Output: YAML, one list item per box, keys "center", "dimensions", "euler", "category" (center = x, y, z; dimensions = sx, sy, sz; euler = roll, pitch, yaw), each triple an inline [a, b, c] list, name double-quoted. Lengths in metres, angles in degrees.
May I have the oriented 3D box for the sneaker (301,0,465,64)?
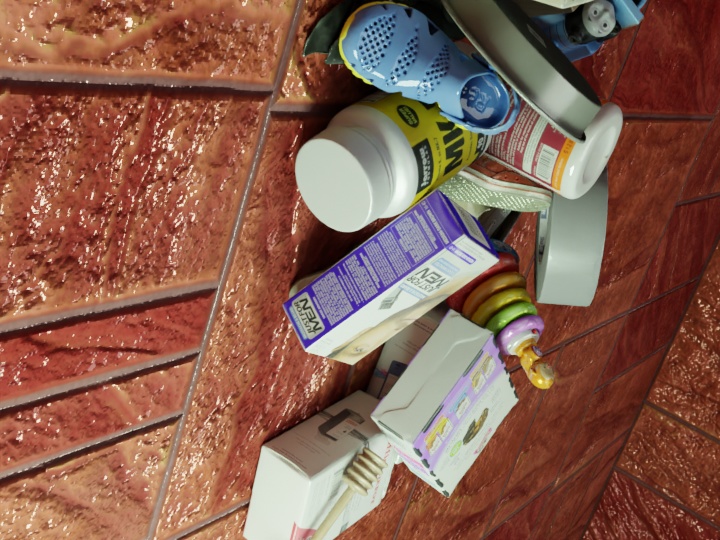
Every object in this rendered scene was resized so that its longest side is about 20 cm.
- center: [0.032, -0.223, 0.947]
  dimensions: [0.199, 0.060, 0.105]
  euler: [8, 108, -57]
  category: "sneaker"

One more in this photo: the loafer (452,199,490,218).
- center: [0.126, -0.094, 1.219]
  dimensions: [0.076, 0.068, 0.201]
  euler: [-32, 141, -44]
  category: "loafer"

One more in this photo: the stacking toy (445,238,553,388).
- center: [0.189, 0.067, 1.269]
  dimensions: [0.110, 0.201, 0.116]
  euler: [-45, 145, 23]
  category: "stacking toy"

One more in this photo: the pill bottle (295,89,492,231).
- center: [0.035, -0.122, 0.981]
  dimensions: [0.200, 0.114, 0.115]
  euler: [-36, 144, -40]
  category: "pill bottle"

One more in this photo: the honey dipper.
- center: [-0.039, 0.297, 1.151]
  dimensions: [0.201, 0.038, 0.038]
  euler: [-54, 152, -14]
  category: "honey dipper"

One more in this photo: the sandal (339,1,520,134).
- center: [0.072, -0.176, 0.884]
  dimensions: [0.199, 0.087, 0.080]
  euler: [18, 104, -32]
  category: "sandal"

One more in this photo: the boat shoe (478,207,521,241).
- center: [0.183, -0.052, 1.362]
  dimensions: [0.074, 0.064, 0.203]
  euler: [10, 106, -62]
  category: "boat shoe"

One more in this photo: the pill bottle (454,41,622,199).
- center: [0.171, -0.167, 1.074]
  dimensions: [0.110, 0.199, 0.110]
  euler: [-45, 154, -29]
  category: "pill bottle"

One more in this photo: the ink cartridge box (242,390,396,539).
- center: [-0.043, 0.256, 1.236]
  dimensions: [0.199, 0.084, 0.147]
  euler: [-20, 132, -50]
  category: "ink cartridge box"

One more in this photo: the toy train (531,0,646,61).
- center: [0.232, -0.279, 1.112]
  dimensions: [0.087, 0.200, 0.114]
  euler: [45, 70, -19]
  category: "toy train"

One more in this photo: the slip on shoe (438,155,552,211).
- center: [0.132, -0.116, 1.141]
  dimensions: [0.198, 0.074, 0.062]
  euler: [10, 74, -22]
  category: "slip on shoe"

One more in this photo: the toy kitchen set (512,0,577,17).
- center: [0.176, -0.385, 1.019]
  dimensions: [0.200, 0.163, 0.181]
  euler: [-48, 122, -25]
  category: "toy kitchen set"

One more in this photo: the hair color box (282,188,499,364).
- center: [0.032, 0.012, 1.011]
  dimensions: [0.199, 0.065, 0.109]
  euler: [-35, 155, 16]
  category: "hair color box"

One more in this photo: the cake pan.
- center: [0.153, -0.204, 0.926]
  dimensions: [0.037, 0.201, 0.200]
  euler: [-43, 160, 21]
  category: "cake pan"

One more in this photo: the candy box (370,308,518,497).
- center: [0.112, 0.172, 1.255]
  dimensions: [0.168, 0.071, 0.200]
  euler: [-51, 148, -15]
  category: "candy box"

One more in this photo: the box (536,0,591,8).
- center: [0.114, -0.290, 0.863]
  dimensions: [0.082, 0.199, 0.069]
  euler: [-29, 136, -49]
  category: "box"

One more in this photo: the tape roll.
- center: [0.262, -0.057, 1.249]
  dimensions: [0.200, 0.066, 0.202]
  euler: [4, 90, -86]
  category: "tape roll"

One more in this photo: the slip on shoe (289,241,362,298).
- center: [0.000, 0.000, 1.103]
  dimensions: [0.199, 0.061, 0.076]
  euler: [-15, 151, -33]
  category: "slip on shoe"

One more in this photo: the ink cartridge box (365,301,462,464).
- center: [0.085, 0.146, 1.354]
  dimensions: [0.145, 0.087, 0.201]
  euler: [-3, 120, -59]
  category: "ink cartridge box"
